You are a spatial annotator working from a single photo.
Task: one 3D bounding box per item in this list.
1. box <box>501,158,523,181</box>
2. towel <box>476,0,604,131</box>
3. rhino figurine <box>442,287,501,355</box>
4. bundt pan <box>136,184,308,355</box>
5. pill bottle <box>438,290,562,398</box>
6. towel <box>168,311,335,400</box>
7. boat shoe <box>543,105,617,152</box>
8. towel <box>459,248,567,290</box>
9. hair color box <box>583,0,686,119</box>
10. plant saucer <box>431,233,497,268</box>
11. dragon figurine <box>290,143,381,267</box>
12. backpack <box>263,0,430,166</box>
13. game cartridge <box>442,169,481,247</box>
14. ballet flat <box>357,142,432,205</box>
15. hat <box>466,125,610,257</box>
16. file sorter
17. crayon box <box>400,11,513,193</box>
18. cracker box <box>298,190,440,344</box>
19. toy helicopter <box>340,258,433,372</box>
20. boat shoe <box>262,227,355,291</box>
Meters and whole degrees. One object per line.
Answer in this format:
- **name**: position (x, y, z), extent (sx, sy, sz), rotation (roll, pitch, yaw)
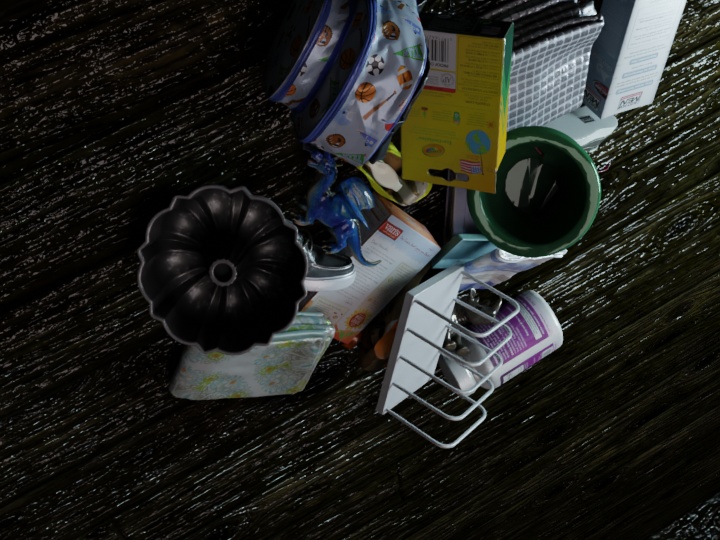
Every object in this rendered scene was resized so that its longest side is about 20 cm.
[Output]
- **box**: position (0.223, -0.113, 1.345), extent (0.082, 0.049, 0.200), rotation (-39, 143, 4)
- **towel**: position (0.208, -0.250, 1.209), extent (0.198, 0.086, 0.167), rotation (-26, 143, -14)
- **rhino figurine**: position (0.133, 0.091, 1.493), extent (0.198, 0.088, 0.060), rotation (-31, 144, 9)
- **bundt pan**: position (-0.157, -0.009, 1.121), extent (0.198, 0.076, 0.206), rotation (0, 108, -1)
- **pill bottle**: position (0.232, 0.128, 1.612), extent (0.198, 0.113, 0.113), rotation (-30, 143, -9)
- **towel**: position (-0.148, 0.120, 1.299), extent (0.197, 0.049, 0.172), rotation (0, 144, -25)
- **boat shoe**: position (0.290, -0.185, 1.342), extent (0.198, 0.071, 0.064), rotation (-13, 143, -44)
- **towel**: position (0.195, 0.000, 1.432), extent (0.145, 0.024, 0.199), rotation (-5, 166, -36)
- **hair color box**: position (0.367, -0.312, 1.291), extent (0.098, 0.061, 0.202), rotation (-18, 139, -22)
- **plant saucer**: position (0.181, -0.030, 1.424), extent (0.198, 0.019, 0.070), rotation (-3, 145, -50)
- **dragon figurine**: position (-0.018, -0.075, 1.187), extent (0.099, 0.059, 0.200), rotation (-32, 116, 30)
- **backpack**: position (-0.011, -0.211, 0.986), extent (0.152, 0.192, 0.202), rotation (13, 124, -26)
- **game cartridge**: position (0.180, -0.115, 1.376), extent (0.128, 0.038, 0.202), rotation (-26, 142, -21)
- **ballet flat**: position (0.043, -0.120, 1.230), extent (0.067, 0.067, 0.199), rotation (-42, 144, 12)
- **hat**: position (0.229, -0.122, 1.285), extent (0.199, 0.177, 0.166), rotation (38, 108, -14)
- **file sorter**: position (0.127, 0.120, 1.344), extent (0.138, 0.123, 0.203), rotation (-28, 138, -49)
- **crayon box**: position (0.110, -0.196, 1.129), extent (0.051, 0.125, 0.203), rotation (-59, 154, -48)
- **cracker box**: position (0.000, 0.000, 1.331), extent (0.200, 0.058, 0.133), rotation (-45, 141, 13)
- **toy helicopter**: position (0.053, 0.056, 1.392), extent (0.078, 0.132, 0.202), rotation (27, 95, -16)
- **boat shoe**: position (-0.093, -0.025, 1.204), extent (0.196, 0.070, 0.067), rotation (10, 119, -17)
